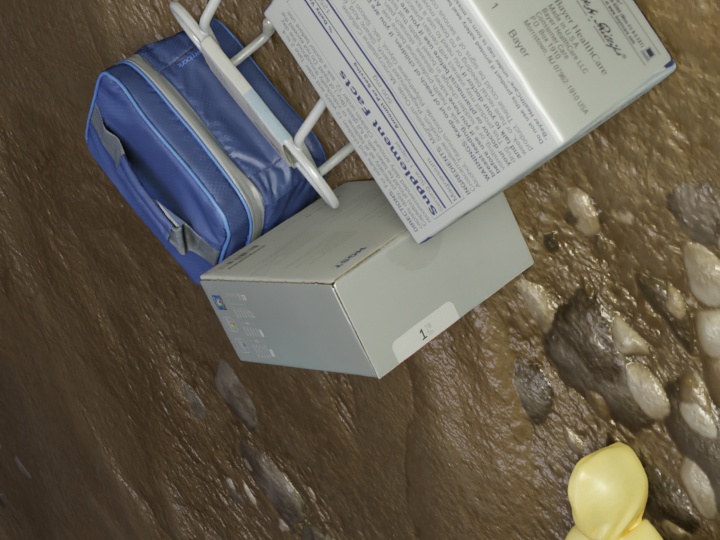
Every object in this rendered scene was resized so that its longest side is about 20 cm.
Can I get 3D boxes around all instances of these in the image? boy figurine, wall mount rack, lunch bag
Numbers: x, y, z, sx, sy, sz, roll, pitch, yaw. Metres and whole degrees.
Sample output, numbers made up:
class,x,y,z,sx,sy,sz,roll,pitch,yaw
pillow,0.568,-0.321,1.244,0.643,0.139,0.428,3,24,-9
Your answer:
class,x,y,z,sx,sy,sz,roll,pitch,yaw
boy figurine,0.196,0.216,1.198,0.124,0.064,0.202,3,121,58
wall mount rack,-0.058,-0.147,1.173,0.200,0.074,0.174,50,175,12
lunch bag,-0.129,-0.086,1.332,0.200,0.132,0.136,50,152,13

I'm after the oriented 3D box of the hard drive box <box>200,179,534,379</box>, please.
class,x,y,z,sx,sy,sz,roll,pitch,yaw
hard drive box,0.000,0.000,1.187,0.199,0.155,0.077,1,121,59

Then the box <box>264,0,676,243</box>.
class,x,y,z,sx,sy,sz,roll,pitch,yaw
box,0.059,-0.141,0.992,0.185,0.105,0.200,56,152,0
